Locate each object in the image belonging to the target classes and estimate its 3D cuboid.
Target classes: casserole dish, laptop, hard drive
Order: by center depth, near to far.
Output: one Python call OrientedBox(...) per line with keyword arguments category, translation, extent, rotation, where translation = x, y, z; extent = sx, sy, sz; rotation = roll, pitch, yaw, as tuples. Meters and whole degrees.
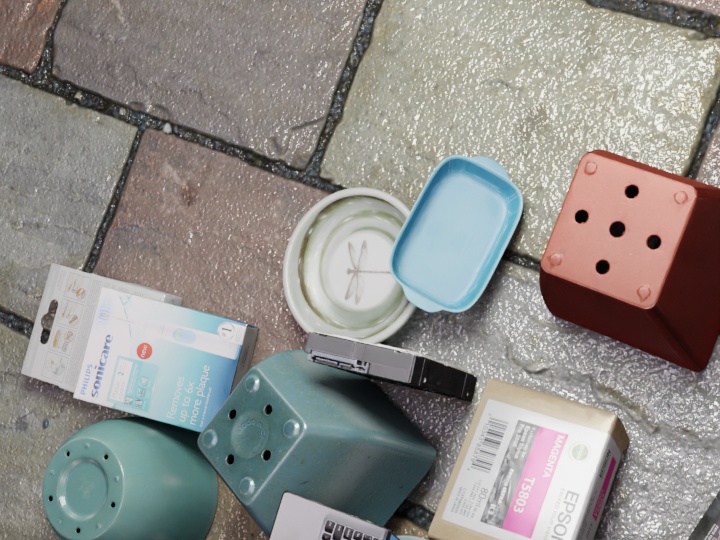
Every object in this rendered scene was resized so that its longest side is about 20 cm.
OrientedBox(category="laptop", translation=(-0.031, 0.357, 1.428), extent=(0.198, 0.116, 0.190), rotation=(18, 91, 13))
OrientedBox(category="hard drive", translation=(0.037, 0.111, 1.580), extent=(0.138, 0.200, 0.038), rotation=(11, 85, 27))
OrientedBox(category="casserole dish", translation=(0.112, -0.041, 1.632), extent=(0.120, 0.039, 0.202), rotation=(28, 77, 2))

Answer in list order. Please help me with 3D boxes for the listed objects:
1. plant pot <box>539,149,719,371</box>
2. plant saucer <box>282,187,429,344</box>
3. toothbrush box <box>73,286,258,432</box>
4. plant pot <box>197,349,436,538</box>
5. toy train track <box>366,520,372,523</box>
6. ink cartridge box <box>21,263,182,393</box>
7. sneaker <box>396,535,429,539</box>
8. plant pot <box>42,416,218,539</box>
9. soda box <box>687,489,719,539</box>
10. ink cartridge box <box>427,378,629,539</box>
OrientedBox(category="plant pot", translation=(0.300, -0.026, 1.495), extent=(0.198, 0.176, 0.202), rotation=(22, 90, 27))
OrientedBox(category="plant saucer", translation=(0.000, 0.000, 1.704), extent=(0.198, 0.050, 0.203), rotation=(-5, 78, 25))
OrientedBox(category="toothbrush box", translation=(-0.246, 0.116, 1.748), extent=(0.197, 0.085, 0.148), rotation=(15, 86, 9))
OrientedBox(category="plant pot", translation=(-0.073, 0.208, 1.596), extent=(0.197, 0.199, 0.196), rotation=(-52, 52, 7))
OrientedBox(category="toy train track", translation=(0.078, 0.316, 1.504), extent=(0.198, 0.115, 0.033), rotation=(20, 59, 33))
OrientedBox(category="ink cartridge box", translation=(-0.350, 0.090, 1.856), extent=(0.198, 0.057, 0.165), rotation=(14, 86, 31))
OrientedBox(category="sneaker", translation=(0.069, 0.345, 1.585), extent=(0.198, 0.082, 0.075), rotation=(-2, 78, 25))
OrientedBox(category="plant pot", translation=(-0.305, 0.278, 1.733), extent=(0.198, 0.161, 0.203), rotation=(-6, 77, 25))
OrientedBox(category="soda box", translation=(0.386, 0.290, 1.450), extent=(0.063, 0.071, 0.201), rotation=(35, 95, 28))
OrientedBox(category="ink cartridge box", translation=(0.188, 0.239, 1.525), extent=(0.163, 0.075, 0.202), rotation=(13, 68, 27))
